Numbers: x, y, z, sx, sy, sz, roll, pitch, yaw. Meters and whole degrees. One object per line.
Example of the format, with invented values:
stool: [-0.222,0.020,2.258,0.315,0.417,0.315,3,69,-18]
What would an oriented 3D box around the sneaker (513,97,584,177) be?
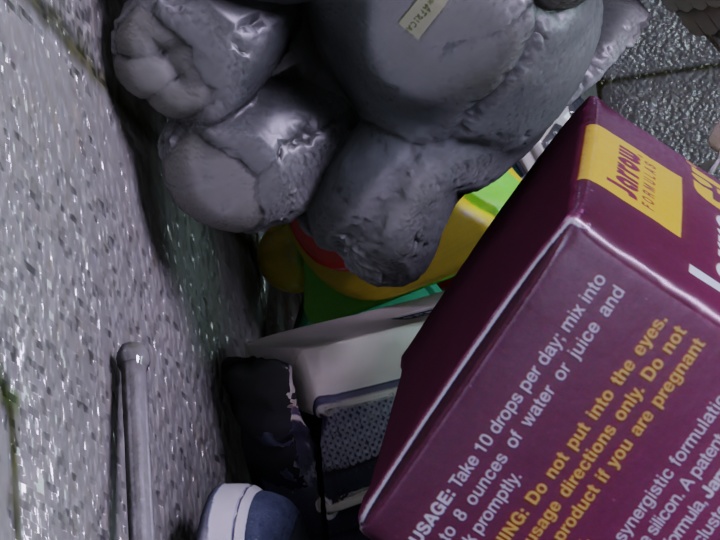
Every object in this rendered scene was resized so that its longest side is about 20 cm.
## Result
sneaker: [0.017,-0.101,1.048,0.200,0.079,0.078,60,27,-15]

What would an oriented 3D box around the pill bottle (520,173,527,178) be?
pill bottle: [0.107,0.045,0.974,0.200,0.114,0.115,65,20,-58]

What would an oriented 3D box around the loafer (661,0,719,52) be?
loafer: [0.089,-0.129,0.750,0.063,0.072,0.200,-35,102,-50]

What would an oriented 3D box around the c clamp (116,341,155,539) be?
c clamp: [0.022,0.119,0.656,0.200,0.027,0.171,22,50,-25]

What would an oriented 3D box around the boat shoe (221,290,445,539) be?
boat shoe: [0.054,0.050,0.822,0.075,0.199,0.093,2,-76,66]

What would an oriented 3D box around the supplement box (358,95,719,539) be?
supplement box: [0.112,0.060,0.692,0.103,0.200,0.131,-56,-176,19]

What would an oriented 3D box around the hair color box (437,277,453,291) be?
hair color box: [0.025,0.016,1.032,0.200,0.061,0.102,72,14,-50]

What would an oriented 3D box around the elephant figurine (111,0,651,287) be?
elephant figurine: [0.014,-0.098,0.766,0.200,0.155,0.142,-59,165,-59]

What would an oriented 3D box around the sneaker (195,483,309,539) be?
sneaker: [0.035,0.143,0.725,0.077,0.146,0.203,-73,152,-64]

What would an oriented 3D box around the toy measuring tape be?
toy measuring tape: [0.037,-0.037,0.810,0.073,0.200,0.074,21,59,-40]

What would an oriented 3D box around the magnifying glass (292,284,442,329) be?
magnifying glass: [0.000,0.000,0.900,0.022,0.079,0.201,119,-36,-52]
